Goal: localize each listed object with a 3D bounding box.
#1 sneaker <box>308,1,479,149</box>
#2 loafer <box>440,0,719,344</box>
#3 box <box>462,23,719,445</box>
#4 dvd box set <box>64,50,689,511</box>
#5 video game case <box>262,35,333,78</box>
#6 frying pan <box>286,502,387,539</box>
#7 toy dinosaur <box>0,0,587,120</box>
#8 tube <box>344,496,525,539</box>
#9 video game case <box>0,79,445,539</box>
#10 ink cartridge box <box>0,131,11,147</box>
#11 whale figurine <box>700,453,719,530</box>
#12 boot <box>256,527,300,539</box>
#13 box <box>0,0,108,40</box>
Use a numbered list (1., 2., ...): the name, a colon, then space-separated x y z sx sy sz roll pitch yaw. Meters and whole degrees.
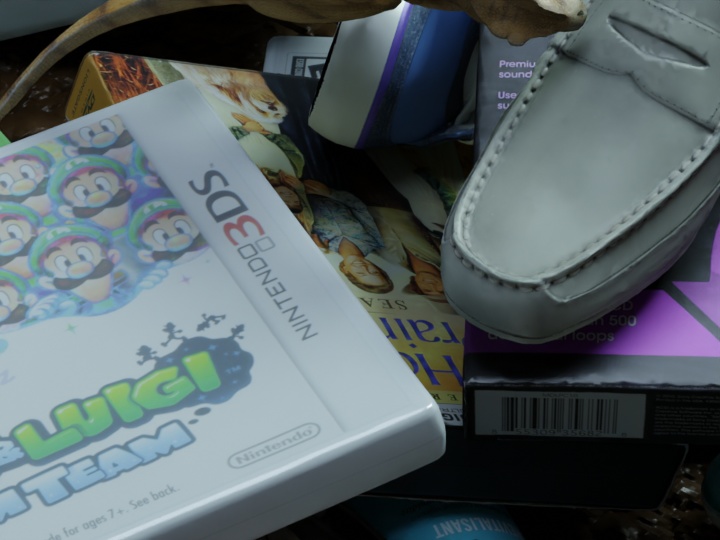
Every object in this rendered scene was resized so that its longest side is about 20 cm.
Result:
1. sneaker: 0.077 -0.072 0.924 0.146 0.081 0.200 24 25 8
2. loafer: 0.087 -0.064 0.768 0.070 0.070 0.200 26 61 21
3. box: 0.104 -0.040 0.813 0.143 0.036 0.200 1 54 4
4. dvd box set: 0.000 0.000 0.866 0.146 0.029 0.200 6 32 -26
5. video game case: 0.049 -0.017 0.969 0.182 0.023 0.200 2 39 4
6. frying pan: 0.057 0.107 0.754 0.115 0.031 0.190 -9 57 -49
7. toy dinosaur: -0.021 -0.092 0.803 0.200 0.061 0.106 -4 27 37
8. tube: 0.044 0.120 0.788 0.077 0.050 0.200 1 38 -30
9. video game case: -0.104 0.030 0.764 0.200 0.024 0.182 -22 41 -14
10. ink cartridge box: -0.184 0.035 0.864 0.200 0.084 0.145 -23 46 -24
11. whale figurine: 0.179 0.066 0.801 0.159 0.104 0.200 12 39 14
12. boot: -0.057 0.147 0.745 0.144 0.073 0.200 -13 33 -13
13. box: -0.078 -0.208 1.068 0.198 0.131 0.200 -11 36 22
